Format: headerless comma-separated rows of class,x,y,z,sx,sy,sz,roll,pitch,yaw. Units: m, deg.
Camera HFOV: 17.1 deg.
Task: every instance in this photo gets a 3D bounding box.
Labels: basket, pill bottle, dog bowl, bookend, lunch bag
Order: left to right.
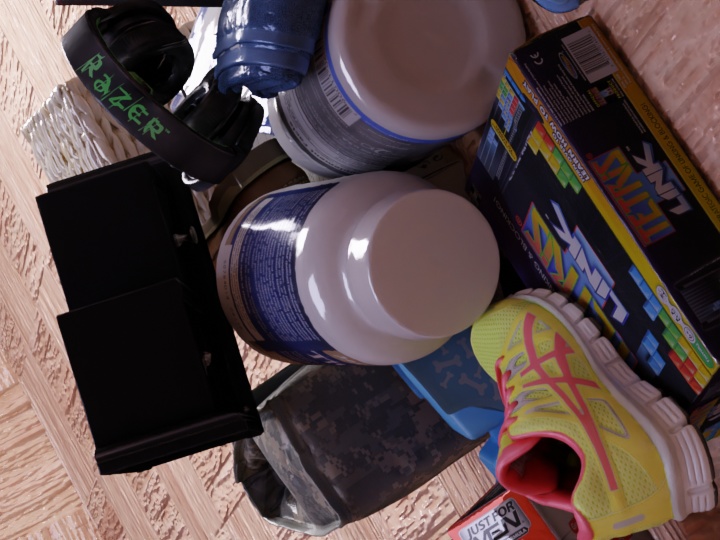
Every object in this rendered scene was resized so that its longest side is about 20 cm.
bookend,-0.134,0.018,1.469,0.199,0.092,0.200,83,170,-85
basket,-0.133,-0.072,1.812,0.200,0.161,0.198,62,162,-2
pill bottle,0.000,0.000,1.396,0.200,0.111,0.111,-5,111,66
lunch bag,0.002,0.101,1.653,0.118,0.164,0.200,58,161,2
pill bottle,0.013,-0.115,1.398,0.114,0.114,0.200,64,163,0
dog bowl,0.088,0.097,1.508,0.200,0.050,0.111,48,176,-6

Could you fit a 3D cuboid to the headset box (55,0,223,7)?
headset box,-0.119,-0.266,1.458,0.077,0.148,0.200,-63,-28,-58

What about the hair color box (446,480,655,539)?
hair color box,0.146,0.201,1.393,0.061,0.101,0.200,-36,88,28

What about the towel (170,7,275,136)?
towel,-0.066,-0.162,1.586,0.200,0.024,0.147,18,89,65

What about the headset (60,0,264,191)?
headset,-0.103,-0.115,1.427,0.124,0.094,0.200,45,-169,4

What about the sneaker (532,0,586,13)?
sneaker,0.070,-0.209,1.189,0.200,0.071,0.083,62,169,24

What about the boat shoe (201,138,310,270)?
boat shoe,-0.065,-0.018,1.592,0.068,0.072,0.200,51,167,9

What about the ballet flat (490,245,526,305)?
ballet flat,0.112,0.042,1.448,0.046,0.067,0.200,-56,50,23

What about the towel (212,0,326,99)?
towel,-0.040,-0.199,1.349,0.112,0.048,0.200,172,112,-75

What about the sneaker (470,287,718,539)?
sneaker,0.101,0.077,1.274,0.200,0.090,0.078,43,156,54

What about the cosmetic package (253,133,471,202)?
cosmetic package,-0.002,-0.058,1.594,0.200,0.073,0.104,43,154,50

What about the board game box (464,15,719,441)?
board game box,0.138,-0.011,1.282,0.200,0.057,0.165,58,161,18
